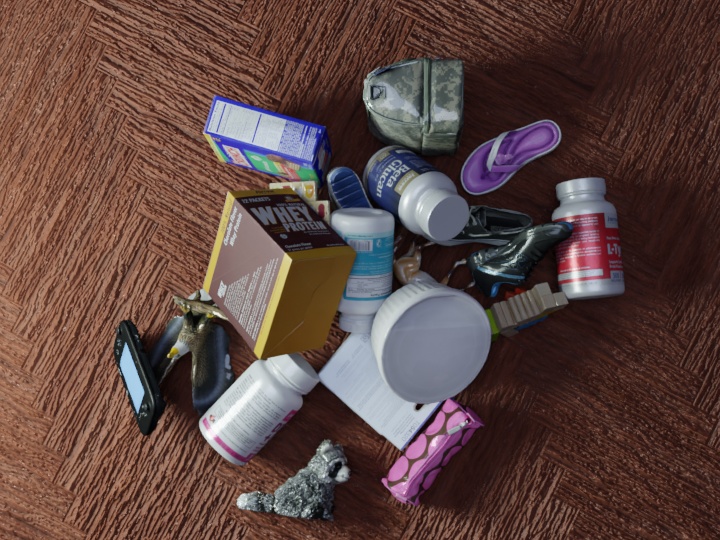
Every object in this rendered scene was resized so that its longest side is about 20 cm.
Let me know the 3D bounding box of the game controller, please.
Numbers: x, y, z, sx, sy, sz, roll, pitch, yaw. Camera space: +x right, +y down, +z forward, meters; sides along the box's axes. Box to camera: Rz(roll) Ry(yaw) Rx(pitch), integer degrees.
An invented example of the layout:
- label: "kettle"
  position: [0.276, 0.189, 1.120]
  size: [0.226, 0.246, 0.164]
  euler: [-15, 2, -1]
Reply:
- label: "game controller"
  position: [-0.387, 0.184, 1.625]
  size: [0.105, 0.042, 0.201]
  euler: [-56, 48, 34]

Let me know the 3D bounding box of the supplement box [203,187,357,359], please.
- label: "supplement box"
  position: [-0.139, 0.000, 1.556]
  size: [0.200, 0.132, 0.198]
  euler: [45, 128, 36]

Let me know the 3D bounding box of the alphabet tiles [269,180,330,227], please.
- label: "alphabet tiles"
  position: [-0.114, -0.069, 1.625]
  size: [0.006, 0.199, 0.168]
  euler: [-6, 96, -40]

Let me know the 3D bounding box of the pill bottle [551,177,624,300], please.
- label: "pill bottle"
  position: [0.390, -0.053, 1.623]
  size: [0.111, 0.112, 0.201]
  euler: [-5, 85, 2]

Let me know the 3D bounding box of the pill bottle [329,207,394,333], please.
- label: "pill bottle"
  position: [0.000, 0.000, 1.590]
  size: [0.110, 0.111, 0.201]
  euler: [3, 104, 3]

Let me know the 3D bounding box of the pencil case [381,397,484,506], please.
- label: "pencil case"
  position: [0.123, 0.313, 1.612]
  size: [0.091, 0.094, 0.200]
  euler: [38, 90, -12]

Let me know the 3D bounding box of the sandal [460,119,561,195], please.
- label: "sandal"
  position: [0.265, -0.211, 1.675]
  size: [0.202, 0.050, 0.083]
  euler: [-34, 84, 0]

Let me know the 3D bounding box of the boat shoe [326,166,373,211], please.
- label: "boat shoe"
  position: [-0.005, -0.092, 1.664]
  size: [0.072, 0.072, 0.201]
  euler: [-21, 107, -8]

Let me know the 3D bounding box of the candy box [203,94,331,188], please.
- label: "candy box"
  position: [-0.158, -0.220, 1.639]
  size: [0.199, 0.169, 0.077]
  euler: [17, 82, 5]

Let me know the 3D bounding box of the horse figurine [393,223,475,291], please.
- label: "horse figurine"
  position: [0.116, 0.005, 1.665]
  size: [0.133, 0.050, 0.200]
  euler: [-44, 86, -8]

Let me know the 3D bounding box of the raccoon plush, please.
- label: "raccoon plush"
  position: [-0.113, 0.356, 1.627]
  size: [0.199, 0.097, 0.135]
  euler: [6, 77, 4]

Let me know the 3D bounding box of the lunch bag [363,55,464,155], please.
- label: "lunch bag"
  position: [0.090, -0.281, 1.617]
  size: [0.167, 0.200, 0.140]
  euler: [-1, 84, 2]

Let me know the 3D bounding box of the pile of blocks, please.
- label: "pile of blocks"
  position: [0.260, 0.072, 1.635]
  size: [0.199, 0.082, 0.062]
  euler: [-24, 68, 16]

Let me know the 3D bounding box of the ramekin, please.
- label: "ramekin"
  position: [0.109, 0.110, 1.558]
  size: [0.201, 0.094, 0.204]
  euler: [-8, 114, -18]

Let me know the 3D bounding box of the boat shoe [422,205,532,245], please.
- label: "boat shoe"
  position: [0.200, -0.086, 1.645]
  size: [0.199, 0.064, 0.071]
  euler: [3, 61, -6]

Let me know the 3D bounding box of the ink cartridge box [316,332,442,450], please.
- label: "ink cartridge box"
  position: [0.057, 0.177, 1.655]
  size: [0.200, 0.043, 0.197]
  euler: [41, 86, 4]

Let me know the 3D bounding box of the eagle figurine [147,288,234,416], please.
- label: "eagle figurine"
  position: [-0.299, 0.137, 1.651]
  size: [0.152, 0.150, 0.201]
  euler: [43, 128, 42]

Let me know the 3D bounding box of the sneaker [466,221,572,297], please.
- label: "sneaker"
  position: [0.280, -0.021, 1.604]
  size: [0.199, 0.073, 0.082]
  euler: [-28, 76, 33]

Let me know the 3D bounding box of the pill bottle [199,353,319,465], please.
- label: "pill bottle"
  position: [-0.172, 0.227, 1.618]
  size: [0.113, 0.113, 0.200]
  euler: [44, 94, 6]

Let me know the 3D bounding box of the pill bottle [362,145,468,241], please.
- label: "pill bottle"
  position: [0.096, -0.128, 1.596]
  size: [0.111, 0.111, 0.200]
  euler: [-45, 41, -2]
